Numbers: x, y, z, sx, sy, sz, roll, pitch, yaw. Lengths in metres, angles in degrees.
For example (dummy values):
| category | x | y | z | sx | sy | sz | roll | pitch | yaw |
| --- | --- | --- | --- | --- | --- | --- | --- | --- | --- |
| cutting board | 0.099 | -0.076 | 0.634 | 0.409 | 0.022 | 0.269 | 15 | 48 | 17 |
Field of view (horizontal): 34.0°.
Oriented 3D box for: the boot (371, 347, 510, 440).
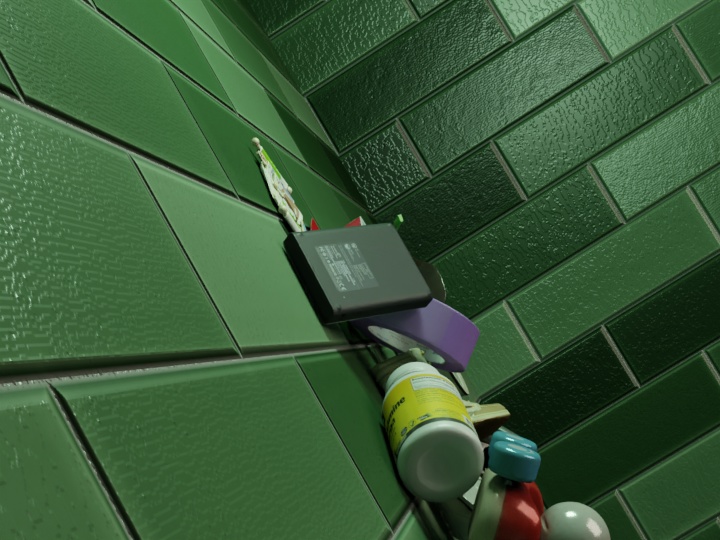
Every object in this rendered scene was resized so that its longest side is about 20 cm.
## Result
| category | x | y | z | sx | sy | sz | roll | pitch | yaw |
| --- | --- | --- | --- | --- | --- | --- | --- | --- | --- |
| boot | 0.122 | 0.189 | 1.779 | 0.198 | 0.072 | 0.156 | -5 | 51 | -38 |

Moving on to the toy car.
| category | x | y | z | sx | sy | sz | roll | pitch | yaw |
| --- | --- | --- | --- | --- | --- | --- | --- | --- | --- |
| toy car | 0.233 | 0.321 | 1.442 | 0.197 | 0.187 | 0.177 | 17 | 1 | 6 |

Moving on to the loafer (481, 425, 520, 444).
| category | x | y | z | sx | sy | sz | roll | pitch | yaw |
| --- | --- | --- | --- | --- | --- | --- | --- | --- | --- |
| loafer | 0.167 | 0.254 | 1.893 | 0.199 | 0.064 | 0.072 | 25 | -1 | 40 |

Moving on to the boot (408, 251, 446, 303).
| category | x | y | z | sx | sy | sz | roll | pitch | yaw |
| --- | --- | --- | --- | --- | --- | --- | --- | --- | --- |
| boot | 0.120 | 0.068 | 1.958 | 0.187 | 0.064 | 0.201 | 55 | -5 | 50 |

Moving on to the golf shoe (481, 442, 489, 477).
| category | x | y | z | sx | sy | sz | roll | pitch | yaw |
| --- | --- | --- | --- | --- | --- | --- | --- | --- | --- |
| golf shoe | 0.155 | 0.284 | 1.839 | 0.078 | 0.094 | 0.201 | 49 | 10 | -53 |

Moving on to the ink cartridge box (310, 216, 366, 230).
| category | x | y | z | sx | sy | sz | roll | pitch | yaw |
| --- | --- | --- | --- | --- | --- | --- | --- | --- | --- |
| ink cartridge box | -0.008 | -0.015 | 2.006 | 0.177 | 0.083 | 0.200 | 58 | 6 | -15 |

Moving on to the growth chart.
| category | x | y | z | sx | sy | sz | roll | pitch | yaw |
| --- | --- | --- | --- | --- | --- | --- | --- | --- | --- |
| growth chart | -0.117 | -0.106 | 1.870 | 0.145 | 0.018 | 0.201 | 55 | 8 | -45 |

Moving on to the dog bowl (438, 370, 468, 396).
| category | x | y | z | sx | sy | sz | roll | pitch | yaw |
| --- | --- | --- | --- | --- | --- | --- | --- | --- | --- |
| dog bowl | 0.134 | 0.176 | 2.331 | 0.202 | 0.073 | 0.200 | 59 | 6 | -10 |

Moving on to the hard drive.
| category | x | y | z | sx | sy | sz | roll | pitch | yaw |
| --- | --- | --- | --- | --- | --- | --- | --- | --- | --- |
| hard drive | 0.000 | 0.000 | 1.676 | 0.198 | 0.033 | 0.141 | -7 | 59 | -42 |

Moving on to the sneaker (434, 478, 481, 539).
| category | x | y | z | sx | sy | sz | roll | pitch | yaw |
| --- | --- | --- | --- | --- | --- | --- | --- | --- | --- |
| sneaker | 0.133 | 0.320 | 1.617 | 0.076 | 0.081 | 0.200 | -4 | 33 | -36 |

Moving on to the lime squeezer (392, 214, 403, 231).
| category | x | y | z | sx | sy | sz | roll | pitch | yaw |
| --- | --- | --- | --- | --- | --- | --- | --- | --- | --- |
| lime squeezer | 0.006 | -0.017 | 1.825 | 0.038 | 0.199 | 0.071 | -39 | 99 | -44 |

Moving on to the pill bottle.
| category | x | y | z | sx | sy | sz | roll | pitch | yaw |
| --- | --- | --- | --- | --- | --- | --- | --- | --- | --- |
| pill bottle | 0.089 | 0.205 | 1.554 | 0.113 | 0.112 | 0.200 | 56 | 6 | -24 |

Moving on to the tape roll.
| category | x | y | z | sx | sy | sz | roll | pitch | yaw |
| --- | --- | --- | --- | --- | --- | --- | --- | --- | --- |
| tape roll | 0.083 | 0.087 | 1.827 | 0.198 | 0.066 | 0.200 | 25 | -12 | 6 |
